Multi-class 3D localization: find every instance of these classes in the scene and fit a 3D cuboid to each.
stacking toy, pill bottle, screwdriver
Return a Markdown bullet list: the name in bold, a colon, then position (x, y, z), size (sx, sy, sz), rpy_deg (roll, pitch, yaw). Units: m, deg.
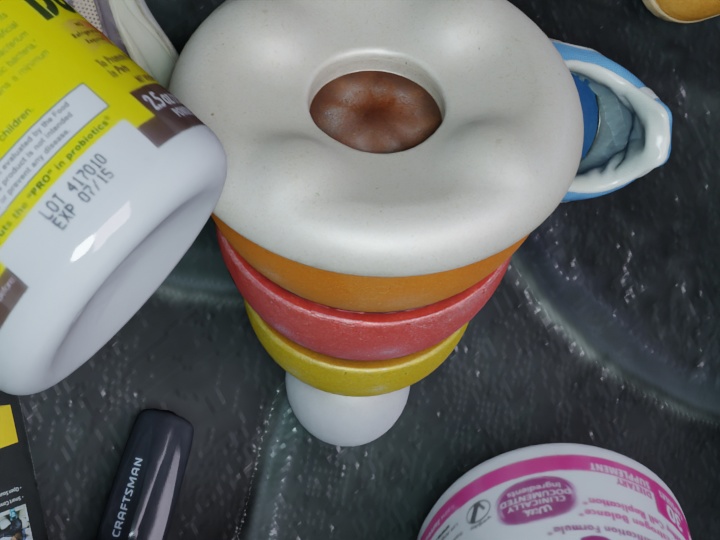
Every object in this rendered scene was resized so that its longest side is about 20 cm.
- **stacking toy**: position (0.000, 0.000, 1.080), size (0.146, 0.146, 0.200), rpy_deg (-35, 149, -30)
- **pill bottle**: position (-0.147, -0.061, 0.955), size (0.200, 0.109, 0.109), rpy_deg (41, 64, 6)
- **screwdriver**: position (-0.103, 0.146, 1.086), size (0.029, 0.028, 0.201), rpy_deg (22, 78, -3)
- **pill bottle**: position (0.084, 0.168, 1.106), size (0.113, 0.200, 0.114), rpy_deg (-3, 126, -4)

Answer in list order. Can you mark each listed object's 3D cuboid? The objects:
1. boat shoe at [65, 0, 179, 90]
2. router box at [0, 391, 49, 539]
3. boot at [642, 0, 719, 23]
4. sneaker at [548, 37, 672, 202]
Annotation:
- **boat shoe**: position (-0.124, -0.101, 1.033), size (0.073, 0.074, 0.201), rpy_deg (-40, 112, -29)
- **router box**: position (-0.208, 0.072, 0.989), size (0.199, 0.052, 0.158), rpy_deg (-17, 102, -35)
- **boot**: position (0.222, -0.167, 1.240), size (0.201, 0.144, 0.071), rpy_deg (-33, 110, -30)
- **sneaker**: position (0.037, -0.062, 1.153), size (0.199, 0.072, 0.072), rpy_deg (-1, 94, -35)
